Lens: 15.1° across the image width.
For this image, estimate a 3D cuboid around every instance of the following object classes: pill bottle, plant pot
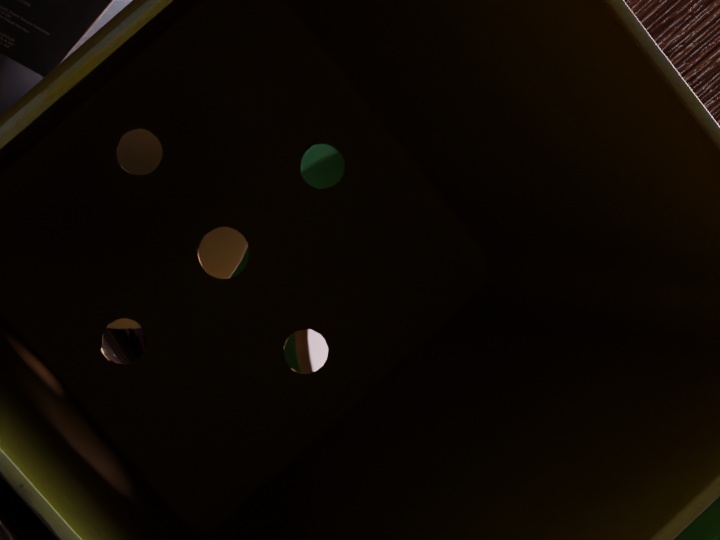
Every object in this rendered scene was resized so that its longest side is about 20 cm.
[{"bbox_3d":[-0.098,-0.055,0.947,0.111,0.111,0.200,50,3,-28],"label":"pill bottle"},{"bbox_3d":[-0.019,0.002,0.767,0.200,0.200,0.176,51,-10,-16],"label":"plant pot"}]

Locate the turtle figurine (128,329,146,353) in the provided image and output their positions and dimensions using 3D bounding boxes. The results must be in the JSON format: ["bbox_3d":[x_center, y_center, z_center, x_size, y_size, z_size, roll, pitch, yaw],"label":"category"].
[{"bbox_3d":[-0.059,-0.005,1.107,0.200,0.101,0.150,33,-27,32],"label":"turtle figurine"}]

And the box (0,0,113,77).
[{"bbox_3d":[-0.174,-0.162,0.854,0.200,0.050,0.158,29,25,-31],"label":"box"}]

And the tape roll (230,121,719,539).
[{"bbox_3d":[0.055,0.021,0.928,0.200,0.200,0.048,50,36,-20],"label":"tape roll"}]
